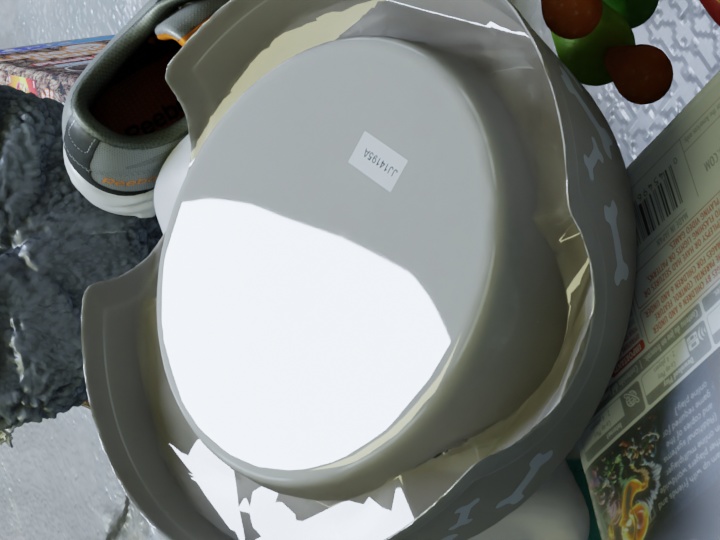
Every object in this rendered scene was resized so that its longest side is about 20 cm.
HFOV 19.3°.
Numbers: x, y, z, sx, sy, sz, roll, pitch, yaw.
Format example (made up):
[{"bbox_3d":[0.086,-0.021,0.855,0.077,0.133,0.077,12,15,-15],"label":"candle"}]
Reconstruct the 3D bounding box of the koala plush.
[{"bbox_3d":[-0.182,0.006,0.946,0.200,0.183,0.178,145,119,-75],"label":"koala plush"}]

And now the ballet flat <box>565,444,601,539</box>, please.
[{"bbox_3d":[0.065,0.052,0.824,0.200,0.067,0.071,26,131,51],"label":"ballet flat"}]

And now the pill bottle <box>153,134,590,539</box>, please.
[{"bbox_3d":[-0.005,0.036,0.783,0.200,0.114,0.115,65,145,34],"label":"pill bottle"}]

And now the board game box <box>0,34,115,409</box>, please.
[{"bbox_3d":[-0.104,-0.022,1.020,0.200,0.097,0.160,17,114,52],"label":"board game box"}]

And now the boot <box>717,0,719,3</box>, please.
[{"bbox_3d":[0.158,-0.166,0.553,0.201,0.071,0.144,-46,29,34],"label":"boot"}]

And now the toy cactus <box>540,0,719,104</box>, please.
[{"bbox_3d":[0.040,-0.130,0.703,0.103,0.165,0.200,-61,24,12],"label":"toy cactus"}]

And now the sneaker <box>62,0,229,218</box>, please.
[{"bbox_3d":[-0.036,-0.100,0.835,0.074,0.200,0.079,46,174,10],"label":"sneaker"}]

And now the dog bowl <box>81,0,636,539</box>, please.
[{"bbox_3d":[0.000,0.000,0.672,0.200,0.059,0.201,-13,69,37],"label":"dog bowl"}]

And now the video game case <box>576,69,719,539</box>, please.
[{"bbox_3d":[0.127,0.015,0.579,0.200,0.023,0.182,-49,39,39],"label":"video game case"}]
